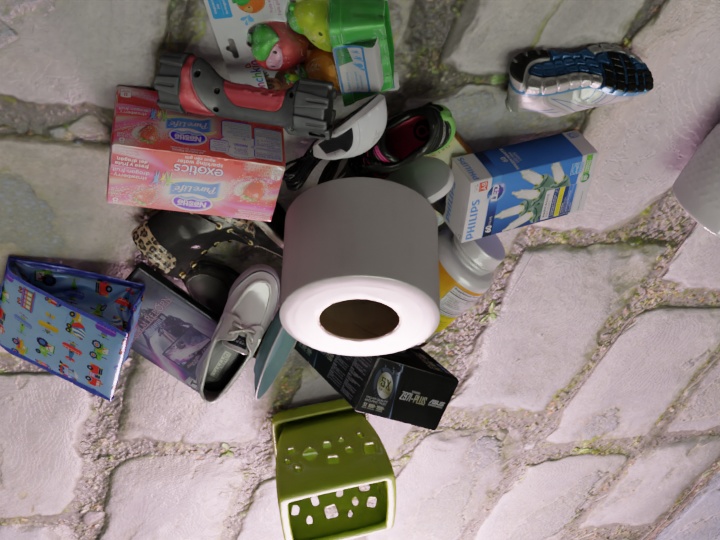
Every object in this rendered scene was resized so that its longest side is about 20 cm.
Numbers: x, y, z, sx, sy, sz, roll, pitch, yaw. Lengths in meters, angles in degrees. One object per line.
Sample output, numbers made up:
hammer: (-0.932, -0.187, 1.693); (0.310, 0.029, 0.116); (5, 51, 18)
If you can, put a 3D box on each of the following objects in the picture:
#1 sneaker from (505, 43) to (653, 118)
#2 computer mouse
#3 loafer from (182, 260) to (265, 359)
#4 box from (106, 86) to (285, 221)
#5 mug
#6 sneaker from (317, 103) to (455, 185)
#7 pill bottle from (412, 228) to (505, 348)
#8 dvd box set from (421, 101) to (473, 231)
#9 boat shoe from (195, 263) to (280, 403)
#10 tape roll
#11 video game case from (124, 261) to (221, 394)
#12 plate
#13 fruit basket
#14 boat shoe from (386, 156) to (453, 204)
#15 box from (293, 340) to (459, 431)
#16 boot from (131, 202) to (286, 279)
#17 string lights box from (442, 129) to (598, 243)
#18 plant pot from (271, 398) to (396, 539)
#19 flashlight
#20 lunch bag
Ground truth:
sneaker: (0.273, -0.232, 1.328); (0.196, 0.076, 0.087); (-1, 150, -10)
computer mouse: (-0.020, -0.150, 1.225); (0.109, 0.044, 0.199); (-42, -170, -22)
loafer: (-0.184, 0.056, 1.486); (0.072, 0.073, 0.200); (-29, 139, 16)
box: (-0.192, -0.133, 1.218); (0.196, 0.104, 0.095); (5, 138, -15)
mug: (0.560, -0.154, 1.473); (0.199, 0.148, 0.177); (-20, 146, -49)
sneaker: (0.022, -0.146, 1.281); (0.199, 0.078, 0.084); (-35, 168, 17)
pill bottle: (0.117, 0.016, 1.520); (0.108, 0.110, 0.200); (20, 128, -37)
dvd box set: (0.085, -0.126, 1.404); (0.145, 0.030, 0.200); (-31, 140, 16)
boat shoe: (-0.162, 0.090, 1.408); (0.072, 0.066, 0.203); (20, 106, -15)
tape roll: (0.000, 0.000, 1.297); (0.198, 0.141, 0.204); (1, 148, 1)
video game case: (-0.262, 0.086, 1.468); (0.199, 0.019, 0.143); (36, 127, -19)
plate: (-0.111, 0.089, 1.489); (0.025, 0.201, 0.202); (25, 135, 6)
fruit basket: (-0.060, -0.246, 1.159); (0.196, 0.095, 0.186); (-8, 149, 3)
boat shoe: (0.038, -0.083, 1.355); (0.197, 0.073, 0.066); (-24, 146, 22)
box: (0.021, 0.138, 1.547); (0.162, 0.200, 0.087); (20, 101, -36)
boot: (-0.186, -0.046, 1.365); (0.150, 0.074, 0.199); (-36, 136, 22)
string lights box: (0.214, -0.115, 1.407); (0.197, 0.059, 0.104); (-15, 136, -21)
plant pot: (-0.054, 0.337, 1.779); (0.195, 0.184, 0.202); (-11, 141, -8)
flashlight: (-0.126, -0.198, 1.154); (0.196, 0.069, 0.068); (9, 163, 10)
lunch bag: (-0.405, 0.070, 1.402); (0.197, 0.095, 0.152); (18, 133, -8)
